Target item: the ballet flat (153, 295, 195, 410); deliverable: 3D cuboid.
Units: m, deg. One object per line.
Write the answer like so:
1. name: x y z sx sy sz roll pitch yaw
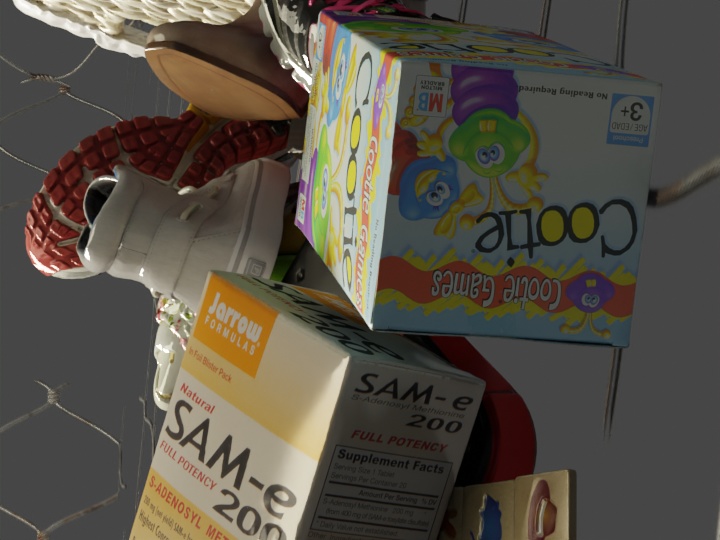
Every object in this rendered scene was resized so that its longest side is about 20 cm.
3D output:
1. ballet flat: -0.078 0.079 1.229 0.200 0.064 0.076 61 166 15

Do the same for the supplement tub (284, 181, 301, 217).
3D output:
1. supplement tub: -0.034 0.008 1.293 0.200 0.107 0.107 136 137 -74

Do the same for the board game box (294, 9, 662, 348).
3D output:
1. board game box: 0.042 -0.044 0.896 0.200 0.105 0.103 -129 44 -74

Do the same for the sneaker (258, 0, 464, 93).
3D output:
1. sneaker: 0.012 -0.108 1.067 0.200 0.074 0.087 63 154 24

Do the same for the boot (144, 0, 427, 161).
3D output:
1. boot: -0.032 -0.145 1.178 0.200 0.070 0.147 32 -108 -55

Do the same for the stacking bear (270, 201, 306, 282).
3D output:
1. stacking bear: 0.000 0.000 1.129 0.114 0.121 0.200 159 124 -71

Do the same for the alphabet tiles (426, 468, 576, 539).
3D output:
1. alphabet tiles: 0.041 0.169 0.866 0.200 0.006 0.167 -17 67 53

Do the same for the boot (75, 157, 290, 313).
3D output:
1. boot: -0.092 -0.030 1.106 0.200 0.095 0.074 -106 37 -79

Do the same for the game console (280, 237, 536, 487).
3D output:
1. game console: -0.015 0.100 0.992 0.200 0.031 0.177 -59 44 18

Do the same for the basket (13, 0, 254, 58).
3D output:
1. basket: -0.088 -0.237 1.335 0.161 0.198 0.200 134 154 -70

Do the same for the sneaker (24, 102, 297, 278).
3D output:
1. sneaker: -0.101 -0.048 1.243 0.078 0.200 0.082 49 153 20

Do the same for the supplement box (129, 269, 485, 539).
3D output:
1. supplement box: -0.036 0.114 0.922 0.126 0.073 0.200 27 102 54
